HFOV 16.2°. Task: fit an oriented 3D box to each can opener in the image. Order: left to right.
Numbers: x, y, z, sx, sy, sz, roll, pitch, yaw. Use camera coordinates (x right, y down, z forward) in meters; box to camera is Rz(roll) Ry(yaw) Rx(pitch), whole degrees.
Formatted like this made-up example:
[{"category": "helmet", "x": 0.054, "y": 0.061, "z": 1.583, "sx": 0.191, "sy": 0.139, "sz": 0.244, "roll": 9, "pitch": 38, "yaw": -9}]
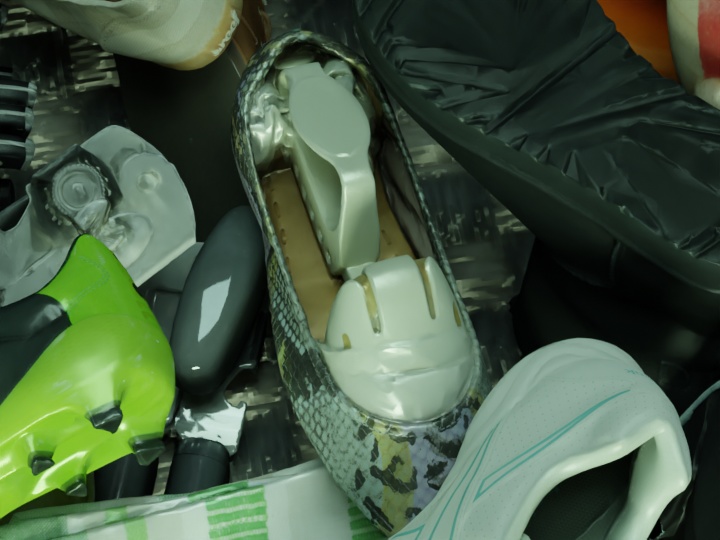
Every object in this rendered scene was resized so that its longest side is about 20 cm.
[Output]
[{"category": "can opener", "x": -0.144, "y": 0.023, "z": 0.902, "sx": 0.200, "sy": 0.067, "sz": 0.053, "roll": -37, "pitch": 87, "yaw": -10}, {"category": "can opener", "x": -0.074, "y": 0.071, "z": 0.909, "sx": 0.052, "sy": 0.067, "sz": 0.201, "roll": 9, "pitch": 66, "yaw": 5}]

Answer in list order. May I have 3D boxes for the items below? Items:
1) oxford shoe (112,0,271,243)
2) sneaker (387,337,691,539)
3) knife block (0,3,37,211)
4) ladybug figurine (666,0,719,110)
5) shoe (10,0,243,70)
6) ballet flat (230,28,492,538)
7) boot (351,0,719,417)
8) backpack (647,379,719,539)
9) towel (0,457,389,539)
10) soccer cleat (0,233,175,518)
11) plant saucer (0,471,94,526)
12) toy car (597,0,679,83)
[{"category": "oxford shoe", "x": -0.057, "y": -0.086, "z": 0.998, "sx": 0.071, "sy": 0.071, "sz": 0.201, "roll": -6, "pitch": 63, "yaw": -45}, {"category": "sneaker", "x": 0.032, "y": 0.111, "z": 0.810, "sx": 0.070, "sy": 0.080, "sz": 0.201, "roll": 35, "pitch": 90, "yaw": -16}, {"category": "knife block", "x": -0.228, "y": -0.047, "z": 0.967, "sx": 0.175, "sy": 0.064, "sz": 0.200, "roll": 38, "pitch": 66, "yaw": 19}, {"category": "ladybug figurine", "x": 0.180, "y": -0.123, "z": 0.886, "sx": 0.072, "sy": 0.136, "sz": 0.201, "roll": 9, "pitch": 57, "yaw": 48}, {"category": "shoe", "x": -0.126, "y": -0.139, "z": 0.968, "sx": 0.200, "sy": 0.053, "sz": 0.070, "roll": 33, "pitch": 107, "yaw": 34}, {"category": "ballet flat", "x": 0.000, "y": 0.000, "z": 0.874, "sx": 0.072, "sy": 0.072, "sz": 0.201, "roll": -15, "pitch": 64, "yaw": -10}, {"category": "boot", "x": 0.075, "y": -0.018, "z": 0.904, "sx": 0.198, "sy": 0.163, "sz": 0.073, "roll": 38, "pitch": 67, "yaw": 20}, {"category": "backpack", "x": 0.162, "y": 0.133, "z": 0.816, "sx": 0.150, "sy": 0.178, "sz": 0.201, "roll": 1, "pitch": 54, "yaw": -27}, {"category": "towel", "x": -0.016, "y": 0.138, "z": 0.863, "sx": 0.199, "sy": 0.023, "sz": 0.154, "roll": -11, "pitch": 78, "yaw": -17}, {"category": "soccer cleat", "x": -0.154, "y": 0.059, "z": 0.835, "sx": 0.199, "sy": 0.068, "sz": 0.081, "roll": -27, "pitch": 57, "yaw": 5}, {"category": "plant saucer", "x": -0.191, "y": 0.092, "z": 0.901, "sx": 0.198, "sy": 0.031, "sz": 0.201, "roll": -1, "pitch": 58, "yaw": 2}, {"category": "toy car", "x": 0.129, "y": -0.131, "z": 0.976, "sx": 0.175, "sy": 0.150, "sz": 0.200, "roll": 37, "pitch": 66, "yaw": 18}]
